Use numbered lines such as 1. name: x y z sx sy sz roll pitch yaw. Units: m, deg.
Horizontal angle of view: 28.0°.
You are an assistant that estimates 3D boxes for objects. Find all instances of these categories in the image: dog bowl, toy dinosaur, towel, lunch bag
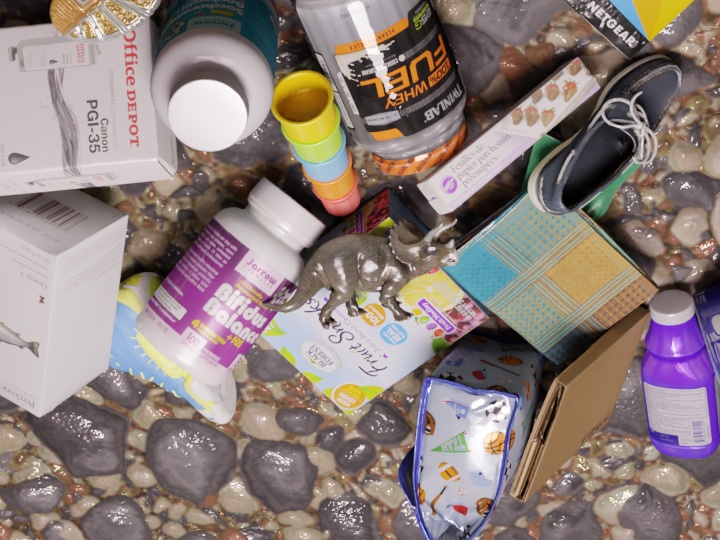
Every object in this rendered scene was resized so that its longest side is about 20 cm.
1. dog bowl: 0.417 0.105 1.512 0.079 0.200 0.200 -19 121 14
2. toy dinosaur: 0.000 0.000 1.444 0.199 0.077 0.103 -6 107 2
3. towel: 0.195 0.003 1.490 0.147 0.022 0.200 -39 121 21
4. lunch bag: 0.119 0.184 1.547 0.123 0.170 0.201 11 111 16

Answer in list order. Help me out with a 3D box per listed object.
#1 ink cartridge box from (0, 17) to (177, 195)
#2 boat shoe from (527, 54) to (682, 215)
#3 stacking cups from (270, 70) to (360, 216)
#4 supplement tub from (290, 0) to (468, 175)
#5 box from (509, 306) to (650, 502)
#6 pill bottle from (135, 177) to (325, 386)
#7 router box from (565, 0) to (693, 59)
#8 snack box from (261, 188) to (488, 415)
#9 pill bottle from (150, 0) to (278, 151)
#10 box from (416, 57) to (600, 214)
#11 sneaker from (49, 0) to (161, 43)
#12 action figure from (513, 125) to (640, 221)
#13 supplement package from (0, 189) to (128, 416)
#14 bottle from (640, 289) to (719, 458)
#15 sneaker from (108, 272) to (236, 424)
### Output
1. ink cartridge box: -0.282 -0.156 1.363 0.199 0.083 0.147 -6 82 3
2. boat shoe: 0.246 -0.131 1.397 0.200 0.062 0.075 -41 113 -10
3. stacking cups: -0.034 -0.119 1.404 0.060 0.061 0.200 -12 155 7
4. supplement tub: 0.024 -0.197 1.357 0.122 0.123 0.200 -19 122 11
5. box: 0.237 0.140 1.547 0.021 0.200 0.164 31 127 24
6. pill bottle: -0.127 0.008 1.467 0.112 0.112 0.200 37 91 -22
7. router box: 0.223 -0.307 1.286 0.200 0.051 0.149 36 116 -21
8. snack box: 0.007 0.037 1.541 0.200 0.068 0.169 -36 116 21
9. pill bottle: -0.131 -0.186 1.315 0.110 0.200 0.111 -1 123 -1
10. box: 0.143 -0.130 1.390 0.200 0.041 0.039 -40 96 -15
11. sneaker: -0.198 -0.286 1.313 0.200 0.088 0.076 -39 117 12
12. action figure: 0.192 -0.051 1.495 0.118 0.055 0.200 17 120 -14
13. supplement package: -0.326 0.024 1.476 0.117 0.117 0.201 25 124 18
14. bottle: 0.351 0.115 1.592 0.083 0.065 0.201 3 126 26
15. sneaker: -0.218 0.092 1.579 0.105 0.076 0.200 -18 115 25
